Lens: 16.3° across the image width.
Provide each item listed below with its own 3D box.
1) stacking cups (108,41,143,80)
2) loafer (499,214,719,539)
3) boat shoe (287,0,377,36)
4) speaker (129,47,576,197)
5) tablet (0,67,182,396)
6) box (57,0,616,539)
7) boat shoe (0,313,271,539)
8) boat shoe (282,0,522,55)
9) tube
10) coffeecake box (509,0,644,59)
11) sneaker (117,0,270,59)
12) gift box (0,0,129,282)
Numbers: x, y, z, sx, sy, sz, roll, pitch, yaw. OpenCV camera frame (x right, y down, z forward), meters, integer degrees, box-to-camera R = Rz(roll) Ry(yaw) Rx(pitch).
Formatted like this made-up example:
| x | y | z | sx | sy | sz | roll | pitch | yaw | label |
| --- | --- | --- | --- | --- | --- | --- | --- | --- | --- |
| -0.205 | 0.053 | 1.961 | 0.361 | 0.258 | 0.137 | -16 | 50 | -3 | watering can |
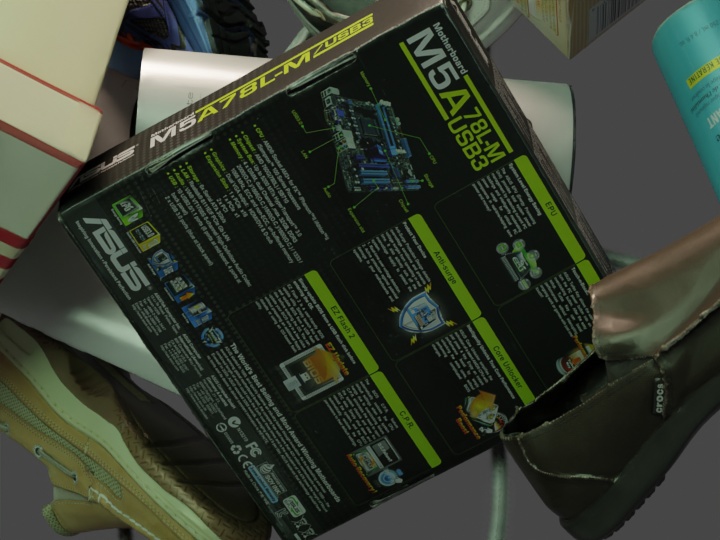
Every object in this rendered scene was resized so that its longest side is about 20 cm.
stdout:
| x | y | z | sx | sy | sz | roll | pitch | yaw | label |
| --- | --- | --- | --- | --- | --- | --- | --- | --- | --- |
| -0.118 | -0.102 | 1.285 | 0.060 | 0.060 | 0.201 | -13 | 67 | 20 | stacking cups |
| 0.128 | 0.025 | 1.048 | 0.071 | 0.073 | 0.200 | 34 | 107 | -7 | loafer |
| -0.048 | -0.192 | 1.162 | 0.071 | 0.064 | 0.200 | -39 | 84 | 2 | boat shoe |
| -0.006 | -0.053 | 1.137 | 0.198 | 0.081 | 0.082 | 5 | 66 | -3 | speaker |
| -0.073 | -0.006 | 1.191 | 0.199 | 0.014 | 0.131 | 24 | 80 | 10 | tablet |
| 0.000 | 0.000 | 1.094 | 0.192 | 0.201 | 0.048 | -29 | 24 | 10 | box |
| -0.118 | 0.096 | 1.187 | 0.200 | 0.071 | 0.076 | 40 | 102 | 41 | boat shoe |
| 0.024 | -0.133 | 1.215 | 0.071 | 0.069 | 0.200 | 38 | 86 | 34 | boat shoe |
| 0.191 | -0.030 | 1.105 | 0.077 | 0.050 | 0.201 | -33 | 62 | 17 | tube |
| 0.089 | -0.225 | 1.182 | 0.153 | 0.073 | 0.200 | -38 | 68 | -11 | coffeecake box |
| -0.115 | -0.136 | 1.231 | 0.079 | 0.075 | 0.200 | -48 | 55 | 11 | sneaker |
| -0.225 | -0.086 | 1.117 | 0.185 | 0.199 | 0.188 | 126 | 161 | -45 | gift box |
